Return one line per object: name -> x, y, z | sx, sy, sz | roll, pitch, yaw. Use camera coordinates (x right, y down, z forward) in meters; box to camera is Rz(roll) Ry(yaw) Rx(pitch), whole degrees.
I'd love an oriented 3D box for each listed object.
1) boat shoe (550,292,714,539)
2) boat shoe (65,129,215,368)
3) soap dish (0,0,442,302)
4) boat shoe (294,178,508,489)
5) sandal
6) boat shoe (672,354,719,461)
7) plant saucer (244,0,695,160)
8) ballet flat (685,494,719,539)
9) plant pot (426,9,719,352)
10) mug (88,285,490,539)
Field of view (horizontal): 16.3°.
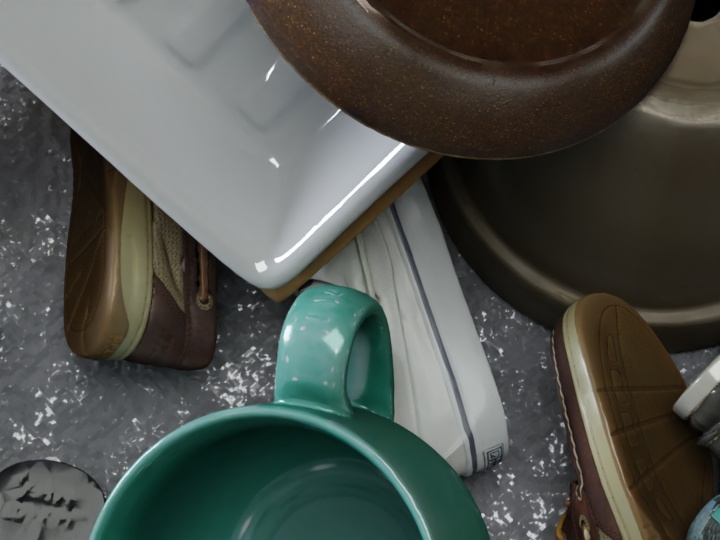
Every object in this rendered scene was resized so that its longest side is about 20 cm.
boat shoe -> 0.109, 0.112, 1.047 | 0.072, 0.072, 0.201 | -22, 85, 38
boat shoe -> -0.083, -0.052, 1.102 | 0.072, 0.072, 0.201 | 13, 63, -24
soap dish -> -0.052, -0.105, 1.002 | 0.200, 0.081, 0.157 | 42, 117, -11
boat shoe -> 0.000, 0.000, 1.088 | 0.065, 0.072, 0.201 | -18, 81, -12
sandal -> -0.146, 0.175, 1.038 | 0.076, 0.043, 0.201 | 1, 72, -1
boat shoe -> 0.214, 0.013, 1.049 | 0.200, 0.067, 0.057 | -42, 83, -18
plant saucer -> 0.045, -0.141, 0.938 | 0.199, 0.034, 0.201 | 5, 75, -19
ballet flat -> 0.205, 0.171, 1.002 | 0.200, 0.074, 0.074 | 44, 75, -10
plant pot -> 0.131, -0.082, 1.061 | 0.199, 0.174, 0.201 | 1, 73, -2
mug -> -0.012, 0.117, 1.003 | 0.152, 0.114, 0.185 | 45, 101, 15
